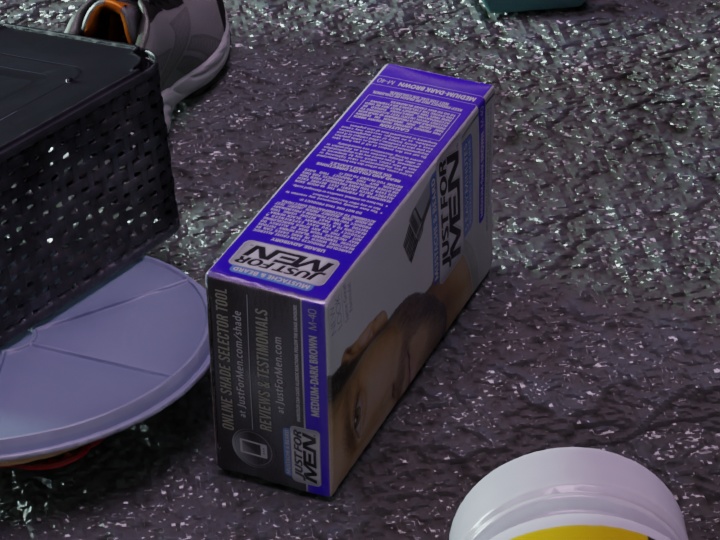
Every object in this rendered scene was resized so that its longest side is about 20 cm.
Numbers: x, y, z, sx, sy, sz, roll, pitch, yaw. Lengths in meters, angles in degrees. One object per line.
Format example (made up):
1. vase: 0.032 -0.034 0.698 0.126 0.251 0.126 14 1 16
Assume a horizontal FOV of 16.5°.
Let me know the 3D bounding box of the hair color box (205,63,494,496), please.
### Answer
1. hair color box: 0.000 0.000 1.157 0.065 0.110 0.200 14 38 21

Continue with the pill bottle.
1. pill bottle: 0.081 0.162 0.905 0.114 0.115 0.200 -2 34 1

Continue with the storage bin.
1. storage bin: -0.196 -0.038 1.195 0.135 0.094 0.200 13 31 33

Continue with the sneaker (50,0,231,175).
1. sneaker: -0.122 -0.130 1.388 0.074 0.080 0.200 4 33 12

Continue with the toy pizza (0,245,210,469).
1. toy pizza: -0.162 0.045 1.163 0.200 0.032 0.200 -5 27 2

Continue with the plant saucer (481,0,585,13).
1. plant saucer: 0.094 -0.212 1.550 0.070 0.019 0.200 -5 35 -4
